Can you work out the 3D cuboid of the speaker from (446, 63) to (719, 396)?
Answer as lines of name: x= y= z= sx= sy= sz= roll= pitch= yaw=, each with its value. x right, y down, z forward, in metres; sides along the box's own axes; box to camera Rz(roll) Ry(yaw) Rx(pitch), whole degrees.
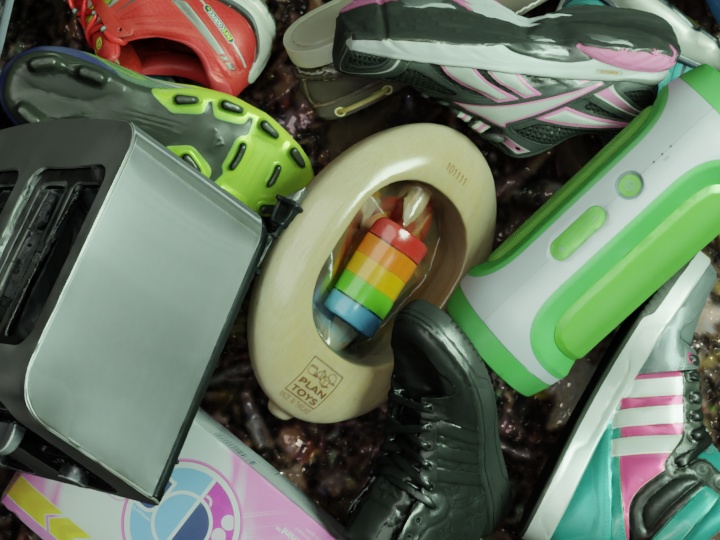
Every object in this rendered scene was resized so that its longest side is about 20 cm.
speaker: x=0.145 y=-0.021 z=0.734 sx=0.200 sy=0.088 sz=0.089 roll=-44 pitch=83 yaw=12

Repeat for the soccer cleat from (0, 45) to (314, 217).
soccer cleat: x=-0.121 y=-0.087 z=0.789 sx=0.198 sy=0.084 sz=0.065 roll=19 pitch=94 yaw=-17

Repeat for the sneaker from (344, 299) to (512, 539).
sneaker: x=0.033 y=0.124 z=0.745 sx=0.104 sy=0.060 sz=0.201 roll=-36 pitch=126 yaw=-27

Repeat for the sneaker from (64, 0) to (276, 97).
sneaker: x=-0.152 y=-0.164 z=0.801 sx=0.198 sy=0.077 sz=0.085 roll=23 pitch=70 yaw=6

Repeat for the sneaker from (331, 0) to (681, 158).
sneaker: x=0.080 y=-0.105 z=0.746 sx=0.198 sy=0.081 sz=0.087 roll=7 pitch=123 yaw=0

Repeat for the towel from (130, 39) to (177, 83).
towel: x=-0.176 y=-0.038 z=0.840 sx=0.200 sy=0.022 sz=0.147 roll=-41 pitch=82 yaw=3

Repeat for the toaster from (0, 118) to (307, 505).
toaster: x=-0.158 y=0.015 z=0.717 sx=0.180 sy=0.119 sz=0.202 roll=3 pitch=64 yaw=43

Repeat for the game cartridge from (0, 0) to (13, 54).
game cartridge: x=-0.241 y=-0.203 z=0.785 sx=0.134 sy=0.040 sz=0.201 roll=51 pitch=129 yaw=40

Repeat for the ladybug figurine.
ladybug figurine: x=0.000 y=0.000 z=0.779 sx=0.136 sy=0.072 sz=0.201 roll=40 pitch=83 yaw=-29

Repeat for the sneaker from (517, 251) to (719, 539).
sneaker: x=0.190 y=0.097 z=0.761 sx=0.120 sy=0.084 sz=0.201 roll=29 pitch=87 yaw=6

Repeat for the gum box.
gum box: x=-0.113 y=0.151 z=0.794 sx=0.199 sy=0.066 sz=0.114 roll=38 pitch=88 yaw=8

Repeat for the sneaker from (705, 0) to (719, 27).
sneaker: x=0.196 y=-0.217 z=0.787 sx=0.078 sy=0.066 sz=0.202 roll=-12 pitch=73 yaw=-2

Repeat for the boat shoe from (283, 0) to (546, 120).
boat shoe: x=0.051 y=-0.157 z=0.808 sx=0.199 sy=0.072 sz=0.060 roll=-25 pitch=126 yaw=-6

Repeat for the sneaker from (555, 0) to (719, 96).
sneaker: x=0.203 y=-0.106 z=0.794 sx=0.199 sy=0.077 sz=0.080 roll=38 pitch=109 yaw=12
